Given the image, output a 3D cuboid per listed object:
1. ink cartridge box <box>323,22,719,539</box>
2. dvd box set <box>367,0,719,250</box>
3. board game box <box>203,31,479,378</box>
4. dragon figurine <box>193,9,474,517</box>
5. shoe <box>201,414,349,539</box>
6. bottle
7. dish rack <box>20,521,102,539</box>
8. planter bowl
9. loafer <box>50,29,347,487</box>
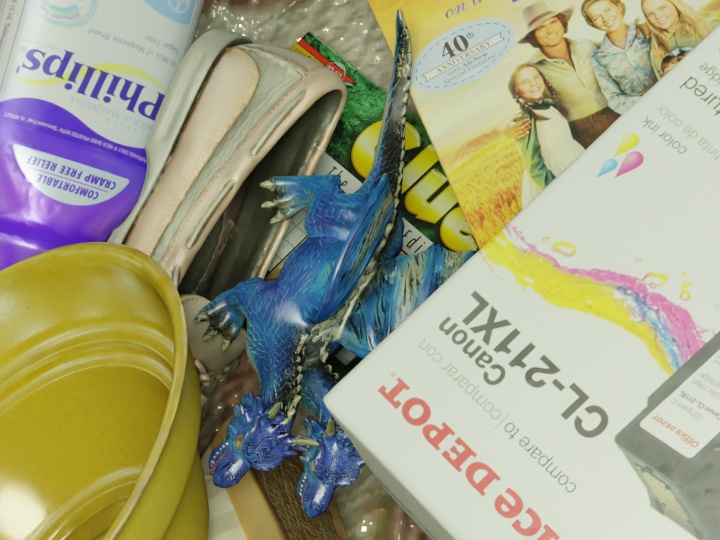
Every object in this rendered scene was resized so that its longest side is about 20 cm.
[{"bbox_3d":[0.112,0.036,0.749,0.200,0.083,0.146,-43,60,-5],"label":"ink cartridge box"},{"bbox_3d":[0.096,-0.073,0.878,0.146,0.029,0.200,-25,57,5],"label":"dvd box set"},{"bbox_3d":[0.008,-0.008,0.918,0.105,0.023,0.200,-43,59,-11],"label":"board game box"},{"bbox_3d":[0.000,0.000,0.842,0.099,0.059,0.200,12,66,56],"label":"dragon figurine"},{"bbox_3d":[-0.025,0.127,0.802,0.053,0.070,0.200,-48,29,13],"label":"shoe"},{"bbox_3d":[-0.121,-0.053,0.910,0.083,0.065,0.200,18,79,-20],"label":"bottle"},{"bbox_3d":[-0.097,0.207,0.819,0.200,0.044,0.172,35,76,30],"label":"dish rack"},{"bbox_3d":[-0.116,0.093,0.797,0.200,0.083,0.200,-27,38,24],"label":"planter bowl"},{"bbox_3d":[-0.064,0.003,0.888,0.063,0.072,0.200,15,82,24],"label":"loafer"}]
